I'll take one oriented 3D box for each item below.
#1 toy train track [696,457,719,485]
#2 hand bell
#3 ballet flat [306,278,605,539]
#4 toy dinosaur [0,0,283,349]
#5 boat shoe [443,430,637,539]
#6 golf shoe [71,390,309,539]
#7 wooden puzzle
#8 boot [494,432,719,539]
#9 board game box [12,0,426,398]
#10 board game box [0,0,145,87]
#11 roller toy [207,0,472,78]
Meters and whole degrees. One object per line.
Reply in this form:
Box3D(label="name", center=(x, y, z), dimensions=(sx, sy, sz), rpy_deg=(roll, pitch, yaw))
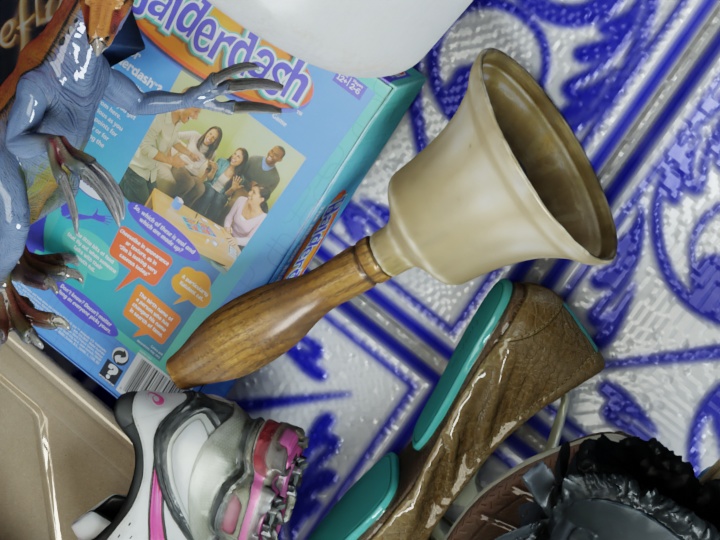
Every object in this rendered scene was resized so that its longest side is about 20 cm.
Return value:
Box3D(label="toy train track", center=(0.139, 0.117, 1.261), dimensions=(0.115, 0.032, 0.200), rpy_deg=(58, 149, 18))
Box3D(label="hand bell", center=(0.000, 0.000, 1.289), dimensions=(0.200, 0.104, 0.104), rpy_deg=(-31, 87, 19))
Box3D(label="ballet flat", center=(0.040, 0.095, 1.328), dimensions=(0.072, 0.068, 0.200), rpy_deg=(33, 106, -9))
Box3D(label="toy dinosaur", center=(-0.141, -0.061, 1.266), dimensions=(0.199, 0.105, 0.182), rpy_deg=(10, 119, 13))
Box3D(label="boat shoe", center=(0.067, 0.132, 1.282), dimensions=(0.075, 0.075, 0.202), rpy_deg=(44, 122, 4))
Box3D(label="golf shoe", center=(-0.087, 0.138, 1.356), dimensions=(0.092, 0.073, 0.201), rpy_deg=(20, 119, 8))
Box3D(label="wooden puzzle", center=(-0.195, 0.105, 1.426), dimensions=(0.185, 0.037, 0.200), rpy_deg=(40, 116, 9))
Box3D(label="boot", center=(0.127, 0.169, 1.191), dimensions=(0.198, 0.073, 0.163), rpy_deg=(30, 110, 3))
Box3D(label="board game box", center=(-0.085, -0.048, 1.352), dimensions=(0.152, 0.045, 0.200), rpy_deg=(38, 111, 12))
Box3D(label="board game box", center=(-0.200, -0.121, 1.359), dimensions=(0.200, 0.035, 0.136), rpy_deg=(-27, 76, 30))
Box3D(label="roller toy", center=(-0.011, -0.185, 1.228), dimensions=(0.182, 0.200, 0.140), rpy_deg=(41, 110, -2))
